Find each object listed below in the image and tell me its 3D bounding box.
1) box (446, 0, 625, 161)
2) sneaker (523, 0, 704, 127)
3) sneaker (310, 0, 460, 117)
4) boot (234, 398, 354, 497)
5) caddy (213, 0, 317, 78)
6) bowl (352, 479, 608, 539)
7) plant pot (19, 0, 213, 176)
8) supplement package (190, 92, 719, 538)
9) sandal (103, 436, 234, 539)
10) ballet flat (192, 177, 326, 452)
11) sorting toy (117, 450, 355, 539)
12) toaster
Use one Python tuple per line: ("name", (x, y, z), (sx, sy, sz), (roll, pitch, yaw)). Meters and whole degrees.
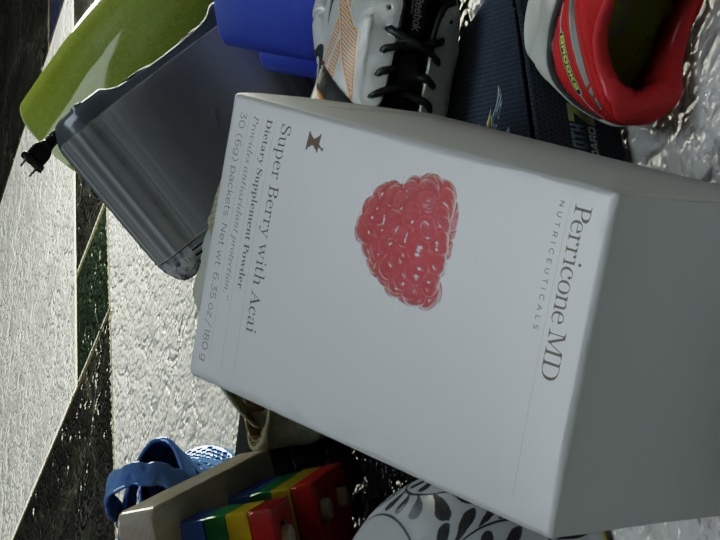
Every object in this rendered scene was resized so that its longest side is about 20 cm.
("box", (0.059, -0.025, 0.827), (0.200, 0.051, 0.158), (127, 146, -52))
("sneaker", (0.125, -0.153, 0.685), (0.085, 0.077, 0.201), (-129, 39, -56))
("sneaker", (0.010, -0.087, 0.810), (0.080, 0.073, 0.201), (131, 145, -53))
("boot", (-0.061, 0.086, 1.088), (0.138, 0.077, 0.201), (122, 150, -58))
("caddy", (-0.010, -0.199, 0.976), (0.141, 0.105, 0.201), (19, -104, -72))
("bowl", (0.030, 0.173, 0.772), (0.201, 0.094, 0.202), (-171, 90, -70))
("plant pot", (-0.116, -0.161, 1.212), (0.200, 0.187, 0.187), (-59, 27, 17))
("supplement package", (0.047, 0.009, 0.650), (0.200, 0.119, 0.122), (19, 102, 45))
("sandal", (-0.121, 0.149, 1.130), (0.200, 0.079, 0.087), (-65, -41, -78))
("ballet flat", (-0.060, 0.028, 0.934), (0.068, 0.062, 0.201), (-115, 8, -53))
("sorting toy", (-0.040, 0.200, 0.873), (0.200, 0.069, 0.200), (-10, -92, -77))
("toaster", (-0.103, -0.082, 1.084), (0.200, 0.129, 0.114), (-38, 5, -8))
